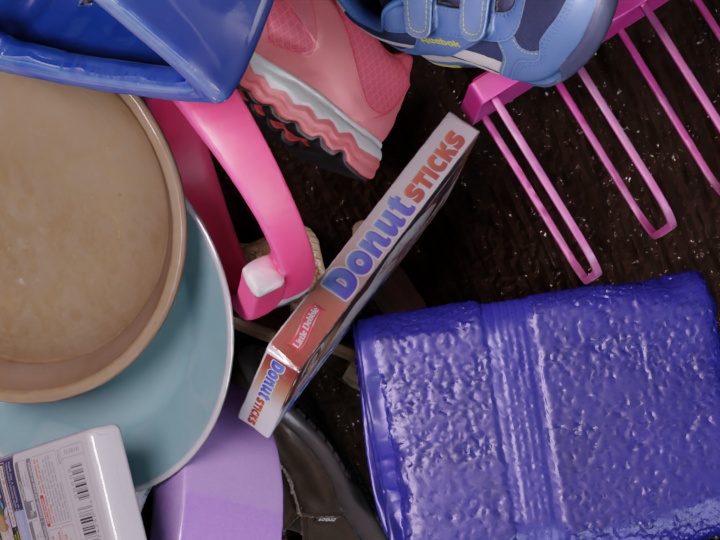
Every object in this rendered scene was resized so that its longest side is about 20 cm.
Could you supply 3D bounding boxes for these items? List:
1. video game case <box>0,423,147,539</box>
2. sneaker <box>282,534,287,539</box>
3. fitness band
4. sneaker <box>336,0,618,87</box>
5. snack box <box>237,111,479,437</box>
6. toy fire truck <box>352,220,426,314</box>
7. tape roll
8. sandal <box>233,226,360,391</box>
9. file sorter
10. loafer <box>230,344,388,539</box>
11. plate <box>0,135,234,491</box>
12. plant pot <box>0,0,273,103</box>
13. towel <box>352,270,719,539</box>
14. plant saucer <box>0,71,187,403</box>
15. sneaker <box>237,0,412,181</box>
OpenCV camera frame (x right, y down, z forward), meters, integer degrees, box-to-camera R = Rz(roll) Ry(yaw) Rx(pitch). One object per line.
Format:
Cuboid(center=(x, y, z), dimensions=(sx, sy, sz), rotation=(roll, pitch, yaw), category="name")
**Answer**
Cuboid(center=(-0.157, 0.193, 1.369), dimensions=(0.023, 0.182, 0.201), rotation=(-12, 85, -39), category="video game case")
Cuboid(center=(-0.088, 0.187, 1.560), dimensions=(0.080, 0.075, 0.200), rotation=(-24, 151, -28), category="sneaker")
Cuboid(center=(-0.073, -0.047, 1.324), dimensions=(0.037, 0.144, 0.200), rotation=(-28, 175, -10), category="fitness band")
Cuboid(center=(0.055, -0.138, 1.299), dimensions=(0.082, 0.200, 0.074), rotation=(21, 81, -31), category="sneaker")
Cuboid(center=(0.000, 0.000, 1.412), dimensions=(0.200, 0.024, 0.072), rotation=(-53, 174, -36), category="snack box")
Cuboid(center=(0.076, 0.067, 1.500), dimensions=(0.199, 0.176, 0.129), rotation=(12, 119, -14), category="toy fire truck")
Cuboid(center=(-0.123, 0.152, 1.441), dimensions=(0.065, 0.200, 0.201), rotation=(16, 115, -31), category="tape roll")
Cuboid(center=(-0.041, 0.009, 1.476), dimensions=(0.211, 0.077, 0.070), rotation=(28, 89, -42), category="sandal")
Cuboid(center=(0.172, -0.096, 1.410), dimensions=(0.199, 0.139, 0.126), rotation=(-32, 88, 0), category="file sorter")
Cuboid(center=(-0.042, 0.122, 1.531), dimensions=(0.071, 0.073, 0.200), rotation=(-28, 136, 1), category="loafer")
Cuboid(center=(-0.147, 0.020, 1.372), dimensions=(0.026, 0.200, 0.201), rotation=(-26, 144, -58), category="plate")
Cuboid(center=(-0.134, -0.207, 1.175), dimensions=(0.200, 0.200, 0.180), rotation=(41, 73, -36), category="plant pot")
Cuboid(center=(0.101, 0.085, 1.409), dimensions=(0.199, 0.050, 0.149), rotation=(-9, 86, 1), category="towel")
Cuboid(center=(-0.177, -0.031, 1.330), dimensions=(0.199, 0.029, 0.201), rotation=(5, 105, 17), category="plant saucer")
Cuboid(center=(-0.049, -0.133, 1.374), dimensions=(0.200, 0.074, 0.087), rotation=(40, 77, -35), category="sneaker")
